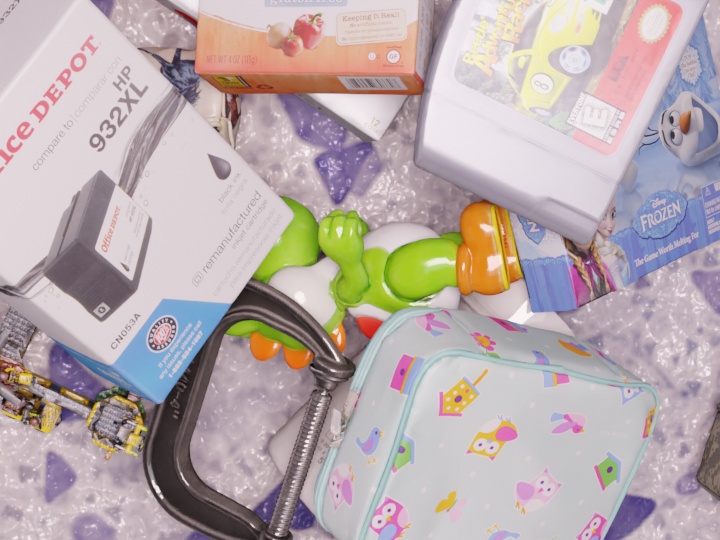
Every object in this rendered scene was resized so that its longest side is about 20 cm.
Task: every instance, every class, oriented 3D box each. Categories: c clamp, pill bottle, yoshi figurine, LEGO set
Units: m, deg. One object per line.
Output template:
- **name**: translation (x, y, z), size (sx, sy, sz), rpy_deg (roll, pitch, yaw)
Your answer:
- **c clamp**: translation (-0.057, 0.109, 0.939), size (0.170, 0.027, 0.201), rpy_deg (20, 108, 22)
- **pill bottle**: translation (0.045, 0.088, 0.998), size (0.200, 0.114, 0.114), rpy_deg (-44, 99, 0)
- **yoshi figurine**: translation (-0.004, -0.014, 0.950), size (0.199, 0.112, 0.113), rpy_deg (-13, 134, 15)
- **LEGO set**: translation (-0.170, 0.028, 0.967), size (0.153, 0.116, 0.200), rpy_deg (34, 92, -9)

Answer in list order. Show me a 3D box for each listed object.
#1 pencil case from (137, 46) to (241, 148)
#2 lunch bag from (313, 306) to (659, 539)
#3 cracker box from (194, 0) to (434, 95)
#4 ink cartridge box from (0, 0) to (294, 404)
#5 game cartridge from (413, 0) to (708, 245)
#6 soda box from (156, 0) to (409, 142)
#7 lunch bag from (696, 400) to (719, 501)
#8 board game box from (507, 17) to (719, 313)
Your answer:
- **pencil case**: translation (-0.176, -0.105, 0.964), size (0.199, 0.089, 0.078), rpy_deg (-1, 104, -6)
- **lunch bag**: translation (0.071, 0.112, 0.904), size (0.199, 0.077, 0.161), rpy_deg (11, 108, -33)
- **cracker box**: translation (-0.023, -0.208, 0.900), size (0.133, 0.058, 0.201), rpy_deg (1, 83, 12)
- **ink cartridge box**: translation (-0.154, -0.042, 0.855), size (0.145, 0.084, 0.200), rpy_deg (-54, 130, -13)
- **game cartridge**: translation (0.115, -0.131, 0.866), size (0.133, 0.041, 0.201), rpy_deg (24, 95, -3)
- **soda box**: translation (-0.057, -0.164, 0.980), size (0.200, 0.068, 0.064), rpy_deg (33, 90, -8)
- **lunch bag**: translation (0.350, 0.103, 1.019), size (0.199, 0.139, 0.168), rpy_deg (17, 95, -8)
- **board game box**: translation (0.162, -0.097, 0.970), size (0.200, 0.043, 0.200), rpy_deg (-23, 100, -41)
